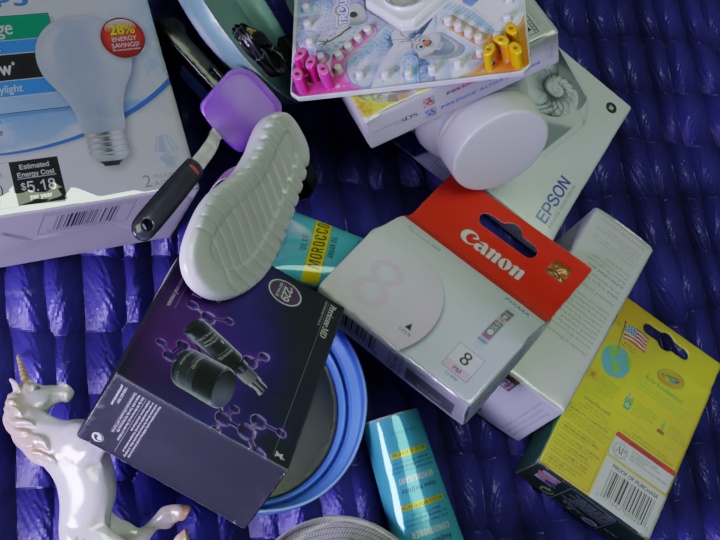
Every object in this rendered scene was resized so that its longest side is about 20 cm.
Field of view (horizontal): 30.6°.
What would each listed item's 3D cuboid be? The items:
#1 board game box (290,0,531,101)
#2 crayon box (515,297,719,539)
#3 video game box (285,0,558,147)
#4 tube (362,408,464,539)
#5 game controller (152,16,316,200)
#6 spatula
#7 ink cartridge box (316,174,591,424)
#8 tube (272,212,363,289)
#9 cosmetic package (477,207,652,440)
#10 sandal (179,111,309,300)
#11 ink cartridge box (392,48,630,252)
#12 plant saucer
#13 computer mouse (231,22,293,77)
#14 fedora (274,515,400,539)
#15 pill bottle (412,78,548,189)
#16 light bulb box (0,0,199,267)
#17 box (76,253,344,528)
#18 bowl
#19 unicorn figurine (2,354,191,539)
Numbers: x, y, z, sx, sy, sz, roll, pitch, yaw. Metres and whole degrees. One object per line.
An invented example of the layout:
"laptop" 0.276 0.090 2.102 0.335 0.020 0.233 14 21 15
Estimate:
"board game box" 0.039 -0.238 1.119 0.199 0.026 0.201 -5 57 8
"crayon box" 0.242 0.137 1.214 0.127 0.051 0.200 36 61 -5
"video game box" 0.048 -0.220 1.148 0.181 0.047 0.201 -23 55 -7
"tube" 0.054 0.219 1.113 0.077 0.050 0.201 -15 81 -15
"game controller" -0.113 -0.139 1.145 0.042 0.104 0.200 -43 97 0
"spatula" -0.126 -0.091 1.040 0.057 0.021 0.200 48 46 -17
"ink cartridge box" 0.084 0.008 1.118 0.162 0.057 0.200 37 66 15
"tube" 0.000 0.000 1.172 0.199 0.051 0.078 19 45 -8
"cosmetic package" 0.179 0.048 1.197 0.074 0.102 0.200 35 62 -3
"sandal" -0.095 -0.046 1.037 0.083 0.050 0.203 60 38 -26
"ink cartridge box" 0.146 -0.151 1.299 0.200 0.041 0.200 36 61 -4
"plant saucer" -0.116 -0.228 1.170 0.027 0.200 0.201 -33 81 15
"computer mouse" -0.060 -0.195 1.168 0.034 0.200 0.059 -32 83 16
"fedora" -0.015 0.285 1.012 0.177 0.090 0.200 44 70 0
"pill bottle" 0.084 -0.176 1.208 0.113 0.114 0.201 -11 52 -25
"light bulb box" -0.259 -0.122 1.078 0.197 0.125 0.201 -11 75 -25
"box" -0.106 0.074 0.998 0.141 0.079 0.200 32 34 -10
"bowl" -0.093 0.107 1.100 0.199 0.039 0.202 8 67 -18
"unicorn figurine" -0.203 0.154 1.009 0.136 0.074 0.201 -5 79 1
